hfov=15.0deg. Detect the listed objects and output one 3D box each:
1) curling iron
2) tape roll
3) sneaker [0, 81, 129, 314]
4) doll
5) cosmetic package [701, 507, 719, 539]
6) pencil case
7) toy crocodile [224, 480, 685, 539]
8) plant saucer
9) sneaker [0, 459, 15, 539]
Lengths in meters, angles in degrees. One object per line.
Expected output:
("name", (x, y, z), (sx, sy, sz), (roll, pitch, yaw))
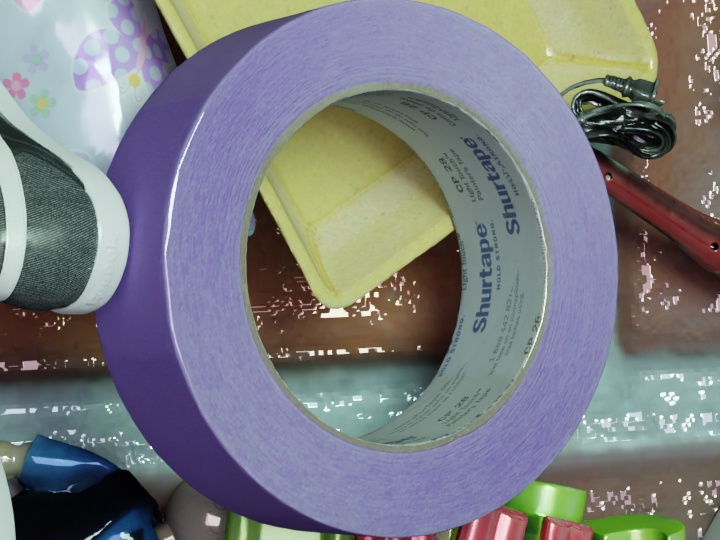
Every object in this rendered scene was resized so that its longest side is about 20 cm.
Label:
("curling iron", (0.157, -0.014, 1.152), (0.200, 0.049, 0.026), (40, 34, -23))
("tape roll", (0.000, 0.000, 1.044), (0.199, 0.066, 0.201), (2, 87, -29))
("sneaker", (-0.182, -0.044, 1.021), (0.111, 0.200, 0.073), (5, 107, -42))
("doll", (-0.130, 0.135, 1.100), (0.199, 0.048, 0.137), (-24, 84, -18))
("cosmetic package", (0.173, 0.157, 1.126), (0.085, 0.108, 0.201), (31, 79, -5))
("pencil case", (-0.113, -0.086, 1.103), (0.090, 0.083, 0.201), (-21, 88, 8))
("toy crocodile", (0.039, 0.110, 1.119), (0.199, 0.062, 0.068), (13, 83, -21))
("plant saucer", (0.003, -0.116, 1.116), (0.200, 0.048, 0.201), (-35, 104, -27))
("sneaker", (-0.226, 0.064, 1.034), (0.146, 0.081, 0.201), (-9, 57, -30))
